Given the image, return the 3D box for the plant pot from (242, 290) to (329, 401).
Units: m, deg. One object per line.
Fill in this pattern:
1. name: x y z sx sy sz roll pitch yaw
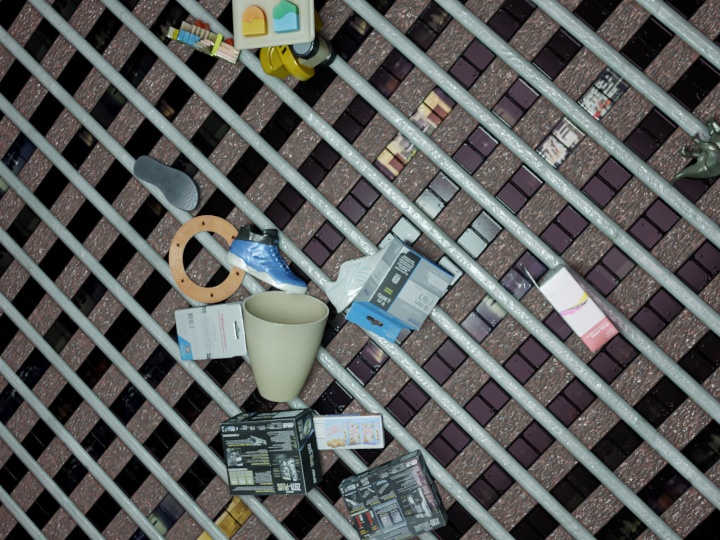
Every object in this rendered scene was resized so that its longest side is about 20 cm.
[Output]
1. plant pot: -0.169 0.173 1.347 0.184 0.187 0.204 11 108 11

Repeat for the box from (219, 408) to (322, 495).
1. box: -0.199 0.404 1.382 0.196 0.086 0.167 -10 90 22

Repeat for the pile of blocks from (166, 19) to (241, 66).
1. pile of blocks: -0.351 -0.526 1.393 0.197 0.082 0.063 24 97 11

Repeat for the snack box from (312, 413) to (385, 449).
1. snack box: -0.045 0.362 1.393 0.196 0.024 0.074 -5 91 12

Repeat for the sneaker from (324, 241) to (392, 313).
1. sneaker: 0.000 0.000 1.346 0.200 0.070 0.080 -44 81 11

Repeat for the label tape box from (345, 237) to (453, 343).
1. label tape box: 0.080 0.055 1.299 0.142 0.066 0.202 29 97 -26

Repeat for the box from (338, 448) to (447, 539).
1. box: 0.072 0.507 1.361 0.197 0.050 0.160 -26 87 12

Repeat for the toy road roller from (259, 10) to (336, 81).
1. toy road roller: -0.158 -0.506 1.336 0.144 0.123 0.203 -25 87 23

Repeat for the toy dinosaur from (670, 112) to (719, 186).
1. toy dinosaur: 0.683 -0.232 1.186 0.102 0.077 0.201 43 97 14

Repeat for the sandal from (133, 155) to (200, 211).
1. sandal: -0.445 -0.207 1.453 0.199 0.043 0.077 36 92 18

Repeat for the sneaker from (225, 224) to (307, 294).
1. sneaker: -0.194 -0.032 1.382 0.197 0.077 0.113 26 94 6

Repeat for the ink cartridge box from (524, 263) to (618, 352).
1. ink cartridge box: 0.414 0.055 1.234 0.067 0.116 0.201 -41 85 11

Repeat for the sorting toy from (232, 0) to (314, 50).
1. sorting toy: -0.183 -0.553 1.253 0.196 0.036 0.189 2 98 24

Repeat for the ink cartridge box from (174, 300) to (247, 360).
1. ink cartridge box: -0.318 0.135 1.394 0.197 0.066 0.118 -7 91 30

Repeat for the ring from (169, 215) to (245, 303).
1. ring: -0.355 -0.026 1.447 0.196 0.019 0.205 0 92 11
